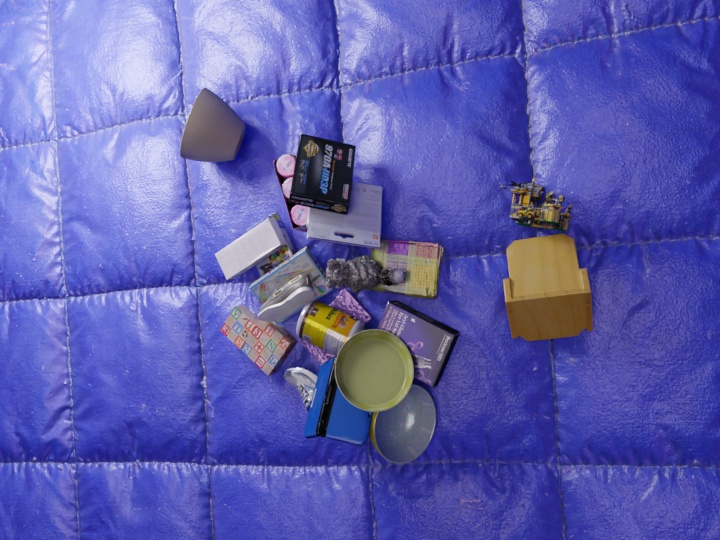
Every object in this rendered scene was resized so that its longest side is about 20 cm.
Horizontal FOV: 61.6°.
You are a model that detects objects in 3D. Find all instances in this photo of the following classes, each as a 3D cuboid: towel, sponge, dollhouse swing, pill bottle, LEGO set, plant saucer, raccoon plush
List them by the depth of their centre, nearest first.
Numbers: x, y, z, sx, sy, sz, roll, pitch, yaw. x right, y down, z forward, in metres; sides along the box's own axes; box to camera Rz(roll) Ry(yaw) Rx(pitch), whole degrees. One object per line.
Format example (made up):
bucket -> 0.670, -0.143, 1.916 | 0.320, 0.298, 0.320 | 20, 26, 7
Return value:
LEGO set -> 0.434, -0.169, 1.447 | 0.151, 0.198, 0.119 | 10, 91, 36
plant saucer -> 0.034, 0.248, 1.491 | 0.194, 0.031, 0.205 | 0, 67, 0
dollhouse swing -> 0.461, 0.042, 1.507 | 0.194, 0.178, 0.185 | -9, 129, 16
raccoon plush -> 0.000, 0.000, 1.568 | 0.196, 0.132, 0.100 | -14, 80, 37
pill bottle -> -0.064, 0.163, 1.592 | 0.196, 0.109, 0.112 | 23, 96, 13
towel -> 0.120, -0.006, 1.615 | 0.194, 0.023, 0.148 | 5, 92, 17
sponge -> -0.068, 0.161, 1.665 | 0.111, 0.030, 0.201 | 43, 100, 11

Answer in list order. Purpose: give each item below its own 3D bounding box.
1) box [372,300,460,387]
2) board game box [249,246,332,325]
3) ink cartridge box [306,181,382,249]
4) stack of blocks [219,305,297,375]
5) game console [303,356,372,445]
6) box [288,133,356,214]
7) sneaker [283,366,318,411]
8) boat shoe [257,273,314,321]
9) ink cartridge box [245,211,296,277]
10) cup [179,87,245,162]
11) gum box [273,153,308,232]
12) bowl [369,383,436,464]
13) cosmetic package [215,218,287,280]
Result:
box -> 0.139, 0.187, 1.565 | 0.196, 0.104, 0.151 | 24, 96, 16
board game box -> -0.191, 0.044, 1.671 | 0.197, 0.034, 0.136 | -31, 105, 15
ink cartridge box -> -0.041, -0.144, 1.571 | 0.194, 0.041, 0.205 | 9, 58, -8
stack of blocks -> -0.289, 0.185, 1.715 | 0.199, 0.058, 0.116 | 39, 100, 13
game console -> -0.048, 0.338, 1.545 | 0.116, 0.170, 0.205 | 23, 65, -17
box -> -0.097, -0.251, 1.569 | 0.154, 0.046, 0.205 | 11, 58, -8
sneaker -> -0.132, 0.335, 1.641 | 0.196, 0.078, 0.086 | 25, 57, 16
boat shoe -> -0.204, 0.076, 1.631 | 0.199, 0.071, 0.062 | -31, 54, 30
ink cartridge box -> -0.250, -0.053, 1.717 | 0.117, 0.042, 0.204 | -27, 81, 14
cup -> -0.406, -0.388, 1.702 | 0.140, 0.200, 0.205 | 21, 96, -9
gum box -> -0.166, -0.214, 1.653 | 0.065, 0.113, 0.205 | -19, 84, 15
bowl -> 0.089, 0.384, 1.565 | 0.107, 0.196, 0.206 | 8, 92, 58
cosmetic package -> -0.305, -0.059, 1.687 | 0.197, 0.051, 0.084 | -30, 85, 18
